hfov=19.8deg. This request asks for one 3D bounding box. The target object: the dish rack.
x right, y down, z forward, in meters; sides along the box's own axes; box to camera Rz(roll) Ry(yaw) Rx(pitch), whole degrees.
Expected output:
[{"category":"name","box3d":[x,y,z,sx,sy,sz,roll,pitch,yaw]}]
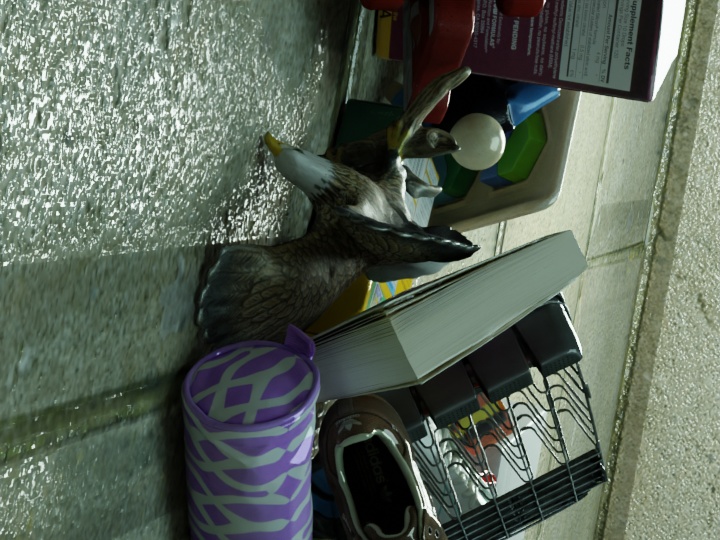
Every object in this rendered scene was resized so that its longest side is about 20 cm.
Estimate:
[{"category":"dish rack","box3d":[0.086,0.112,1.352,0.200,0.153,0.055,69,-4,-53]}]

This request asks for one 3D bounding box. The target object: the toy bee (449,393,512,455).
[{"category":"toy bee","box3d":[0.038,0.070,1.530,0.131,0.200,0.109,-39,110,-32]}]

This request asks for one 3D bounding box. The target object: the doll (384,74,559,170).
[{"category":"doll","box3d":[0.086,-0.135,1.499,0.200,0.136,0.049,-84,169,-59]}]

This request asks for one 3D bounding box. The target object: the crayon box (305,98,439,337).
[{"category":"crayon box","box3d":[0.000,0.000,1.413,0.126,0.051,0.201,64,38,-68]}]

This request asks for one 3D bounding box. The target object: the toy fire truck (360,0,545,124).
[{"category":"toy fire truck","box3d":[0.048,-0.213,1.313,0.168,0.111,0.201,114,-24,-69]}]

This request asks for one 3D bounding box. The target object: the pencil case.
[{"category":"pencil case","box3d":[-0.057,0.133,1.207,0.085,0.084,0.201,-29,139,-28]}]

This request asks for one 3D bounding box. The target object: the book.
[{"category":"book","box3d":[0.035,0.031,1.240,0.048,0.133,0.200,64,-26,-1]}]

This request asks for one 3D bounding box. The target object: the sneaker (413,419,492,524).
[{"category":"sneaker","box3d":[0.053,0.146,1.442,0.071,0.080,0.201,-61,147,-56]}]

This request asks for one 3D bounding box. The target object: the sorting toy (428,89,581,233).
[{"category":"sorting toy","box3d":[0.108,-0.122,1.605,0.185,0.036,0.201,-15,-127,57]}]

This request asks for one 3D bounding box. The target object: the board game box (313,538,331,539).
[{"category":"board game box","box3d":[-0.032,0.225,1.358,0.200,0.030,0.096,156,-51,-76]}]

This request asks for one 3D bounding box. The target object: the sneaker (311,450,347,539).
[{"category":"sneaker","box3d":[-0.004,0.205,1.502,0.082,0.073,0.201,-61,158,-56]}]

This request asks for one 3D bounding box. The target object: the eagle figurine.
[{"category":"eagle figurine","box3d":[-0.007,-0.024,1.233,0.200,0.150,0.152,-78,-178,-54]}]

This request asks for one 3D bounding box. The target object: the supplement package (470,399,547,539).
[{"category":"supplement package","box3d":[0.069,0.171,1.668,0.200,0.121,0.120,-20,120,-73]}]

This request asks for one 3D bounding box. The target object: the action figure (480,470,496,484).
[{"category":"action figure","box3d":[0.025,0.219,1.555,0.200,0.065,0.052,-53,169,14]}]

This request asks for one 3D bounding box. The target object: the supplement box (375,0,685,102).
[{"category":"supplement box","box3d":[0.122,-0.188,1.450,0.110,0.199,0.086,-51,148,-62]}]

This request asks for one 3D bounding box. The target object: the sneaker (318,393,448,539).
[{"category":"sneaker","box3d":[0.022,0.172,1.223,0.076,0.070,0.201,-58,124,-82]}]
